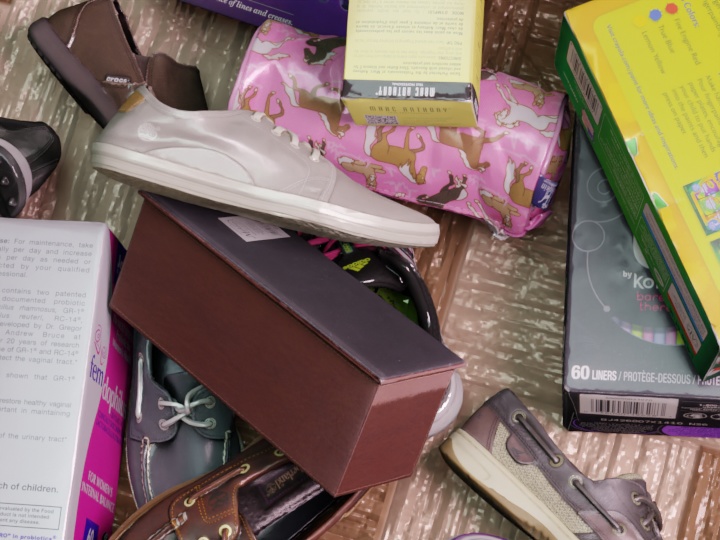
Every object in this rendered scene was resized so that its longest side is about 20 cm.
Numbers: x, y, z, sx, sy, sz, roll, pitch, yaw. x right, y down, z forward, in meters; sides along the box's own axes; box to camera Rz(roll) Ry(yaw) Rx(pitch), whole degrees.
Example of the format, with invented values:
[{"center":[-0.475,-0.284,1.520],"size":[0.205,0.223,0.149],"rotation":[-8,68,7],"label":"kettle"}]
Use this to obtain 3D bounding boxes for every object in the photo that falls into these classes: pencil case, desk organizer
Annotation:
[{"center":[0.021,-0.082,1.151],"size":[0.199,0.083,0.087],"rotation":[16,54,7],"label":"pencil case"},{"center":[-0.046,0.034,1.104],"size":[0.200,0.072,0.077],"rotation":[37,118,32],"label":"desk organizer"}]

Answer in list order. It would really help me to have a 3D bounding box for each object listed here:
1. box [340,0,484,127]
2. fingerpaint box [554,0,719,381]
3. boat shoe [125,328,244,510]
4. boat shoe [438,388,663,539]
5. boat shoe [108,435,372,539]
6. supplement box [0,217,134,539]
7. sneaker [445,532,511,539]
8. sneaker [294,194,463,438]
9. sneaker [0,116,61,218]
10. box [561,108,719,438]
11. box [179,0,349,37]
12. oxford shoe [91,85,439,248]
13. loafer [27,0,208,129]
[{"center":[0.033,-0.182,1.105],"size":[0.075,0.050,0.201],"rotation":[1,78,8],"label":"box"},{"center":[0.218,-0.067,1.056],"size":[0.166,0.073,0.201],"rotation":[-22,73,-6],"label":"fingerpaint box"},{"center":[-0.108,0.073,1.176],"size":[0.072,0.062,0.201],"rotation":[-3,74,5],"label":"boat shoe"},{"center":[0.136,0.140,1.117],"size":[0.201,0.072,0.066],"rotation":[37,87,21],"label":"boat shoe"},{"center":[-0.069,0.143,1.121],"size":[0.200,0.070,0.071],"rotation":[-40,109,-15],"label":"boat shoe"},{"center":[-0.196,0.078,1.168],"size":[0.103,0.101,0.201],"rotation":[2,74,8],"label":"supplement box"},{"center":[0.037,0.203,1.122],"size":[0.199,0.100,0.075],"rotation":[0,29,-8],"label":"sneaker"},{"center":[0.000,0.000,1.169],"size":[0.074,0.087,0.200],"rotation":[-25,71,0],"label":"sneaker"},{"center":[-0.267,-0.059,1.240],"size":[0.199,0.090,0.067],"rotation":[-6,111,29],"label":"sneaker"},{"center":[0.178,-0.013,1.137],"size":[0.122,0.106,0.201],"rotation":[2,73,6],"label":"box"},{"center":[-0.025,-0.214,1.213],"size":[0.199,0.079,0.142],"rotation":[19,106,13],"label":"box"},{"center":[-0.047,-0.055,1.100],"size":[0.199,0.075,0.058],"rotation":[17,83,-9],"label":"oxford shoe"},{"center":[-0.125,-0.100,1.224],"size":[0.071,0.073,0.200],"rotation":[-41,72,-4],"label":"loafer"}]
